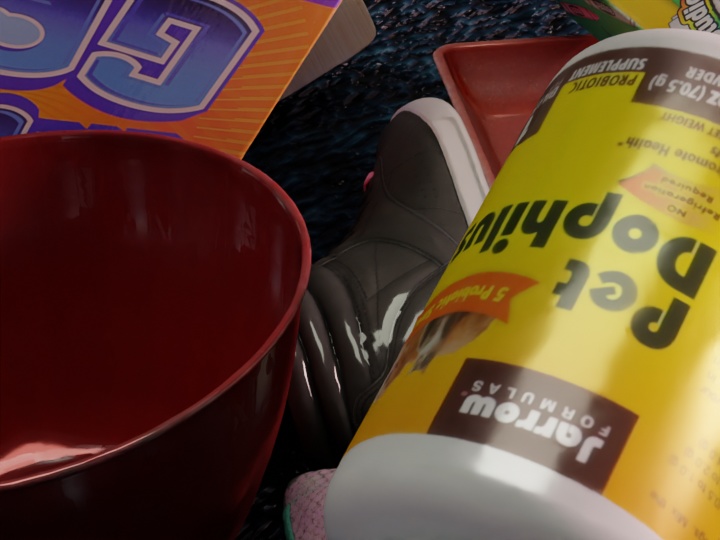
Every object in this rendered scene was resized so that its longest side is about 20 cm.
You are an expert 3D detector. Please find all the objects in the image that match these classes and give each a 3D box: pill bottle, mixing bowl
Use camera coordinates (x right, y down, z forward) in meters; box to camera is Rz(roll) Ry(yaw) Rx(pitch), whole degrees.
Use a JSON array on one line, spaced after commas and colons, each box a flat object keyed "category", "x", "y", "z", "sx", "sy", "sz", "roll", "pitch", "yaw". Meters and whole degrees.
[{"category": "pill bottle", "x": 0.062, "y": 0.040, "z": 0.613, "sx": 0.109, "sy": 0.109, "sz": 0.200, "roll": 11, "pitch": 56, "yaw": 29}, {"category": "mixing bowl", "x": -0.106, "y": 0.050, "z": 0.737, "sx": 0.199, "sy": 0.109, "sz": 0.200, "roll": -7, "pitch": 32, "yaw": 4}]

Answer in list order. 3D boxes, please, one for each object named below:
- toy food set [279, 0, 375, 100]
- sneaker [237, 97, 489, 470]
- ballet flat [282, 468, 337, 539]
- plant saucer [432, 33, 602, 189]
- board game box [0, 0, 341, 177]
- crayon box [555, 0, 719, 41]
[{"category": "toy food set", "x": -0.101, "y": -0.110, "z": 1.055, "sx": 0.143, "sy": 0.061, "sz": 0.200, "roll": -33, "pitch": 36, "yaw": -15}, {"category": "sneaker", "x": 0.000, "y": 0.000, "z": 0.830, "sx": 0.099, "sy": 0.071, "sz": 0.200, "roll": -14, "pitch": 29, "yaw": -1}, {"category": "ballet flat", "x": 0.067, "y": 0.051, "z": 0.715, "sx": 0.199, "sy": 0.069, "sz": 0.071, "roll": -19, "pitch": 62, "yaw": -21}, {"category": "plant saucer", "x": 0.140, "y": -0.032, "z": 0.862, "sx": 0.199, "sy": 0.037, "sz": 0.200, "roll": -5, "pitch": 30, "yaw": -8}, {"category": "board game box", "x": -0.140, "y": -0.135, "z": 0.841, "sx": 0.199, "sy": 0.200, "sz": 0.200, "roll": 11, "pitch": 45, "yaw": -27}, {"category": "crayon box", "x": 0.150, "y": -0.114, "z": 0.855, "sx": 0.119, "sy": 0.058, "sz": 0.200, "roll": -40, "pitch": 38, "yaw": 1}]
